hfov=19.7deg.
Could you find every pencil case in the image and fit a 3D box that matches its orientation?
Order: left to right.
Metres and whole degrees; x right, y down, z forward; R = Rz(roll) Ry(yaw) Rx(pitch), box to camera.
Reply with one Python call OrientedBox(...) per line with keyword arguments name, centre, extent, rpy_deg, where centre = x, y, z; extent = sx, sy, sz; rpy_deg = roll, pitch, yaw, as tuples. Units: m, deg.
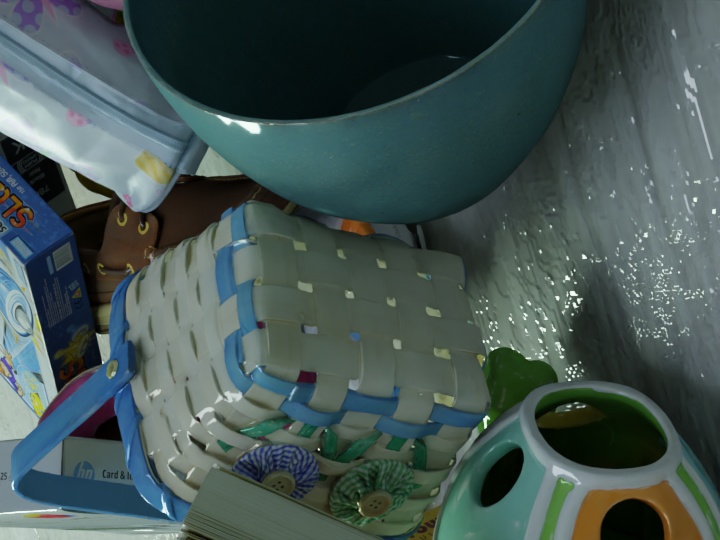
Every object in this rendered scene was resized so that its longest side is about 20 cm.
OrientedBox(name="pencil case", centre=(-0.164, -0.108, 1.003), extent=(0.199, 0.084, 0.091), rpy_deg=(31, 166, -18))

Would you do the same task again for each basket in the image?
OrientedBox(name="basket", centre=(-0.049, 0.066, 0.951), extent=(0.200, 0.175, 0.140), rpy_deg=(-43, 44, 46))

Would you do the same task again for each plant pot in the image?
OrientedBox(name="plant pot", centre=(0.013, -0.098, 0.902), extent=(0.200, 0.200, 0.135), rpy_deg=(40, 164, 38))

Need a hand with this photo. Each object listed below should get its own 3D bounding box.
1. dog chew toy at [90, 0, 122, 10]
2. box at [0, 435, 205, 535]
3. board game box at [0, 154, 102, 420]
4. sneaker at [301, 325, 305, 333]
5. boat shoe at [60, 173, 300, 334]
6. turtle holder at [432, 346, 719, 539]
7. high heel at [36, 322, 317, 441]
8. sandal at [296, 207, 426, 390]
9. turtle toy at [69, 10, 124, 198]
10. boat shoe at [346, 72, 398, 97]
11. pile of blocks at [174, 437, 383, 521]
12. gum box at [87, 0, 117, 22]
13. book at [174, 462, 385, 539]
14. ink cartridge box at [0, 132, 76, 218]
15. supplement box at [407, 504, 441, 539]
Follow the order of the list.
OrientedBox(name="dog chew toy", centre=(-0.098, -0.175, 0.979), extent=(0.124, 0.199, 0.126), rpy_deg=(-1, 89, 53))
OrientedBox(name="box", centre=(-0.141, 0.120, 1.123), extent=(0.155, 0.199, 0.042), rpy_deg=(-8, 78, 39))
OrientedBox(name="board game box", centre=(-0.201, 0.004, 1.179), extent=(0.135, 0.034, 0.201), rpy_deg=(44, 156, 27))
OrientedBox(name="sneaker", centre=(-0.047, 0.047, 1.175), extent=(0.199, 0.079, 0.079), rpy_deg=(17, 79, 37))
OrientedBox(name="boat shoe", centre=(-0.107, -0.018, 1.102), extent=(0.068, 0.072, 0.199), rpy_deg=(51, 146, -16))
OrientedBox(name="turtle holder", centre=(0.104, 0.116, 0.940), extent=(0.140, 0.186, 0.133), rpy_deg=(8, 119, 11))
OrientedBox(name="high heel", centre=(-0.099, 0.086, 1.125), extent=(0.199, 0.067, 0.097), rpy_deg=(-31, 76, 30))
OrientedBox(name="sandal", centre=(0.004, -0.006, 1.083), extent=(0.079, 0.059, 0.208), rpy_deg=(-52, 45, 38))
OrientedBox(name="turtle toy", centre=(-0.151, -0.142, 1.190), extent=(0.145, 0.100, 0.202), rpy_deg=(29, 133, 47))
OrientedBox(name="boat shoe", centre=(-0.048, -0.084, 1.070), extent=(0.199, 0.072, 0.066), rpy_deg=(7, 114, 38))
OrientedBox(name="pile of blocks", centre=(-0.029, 0.121, 1.215), extent=(0.199, 0.082, 0.063), rpy_deg=(25, 96, 41))
OrientedBox(name="gum box", centre=(-0.166, -0.239, 1.091), extent=(0.113, 0.066, 0.202), rpy_deg=(18, 94, 36))
OrientedBox(name="book", centre=(0.007, 0.179, 0.878), extent=(0.198, 0.048, 0.134), rpy_deg=(22, 128, 4))
OrientedBox(name="ink cartridge box", centre=(-0.208, -0.064, 1.193), extent=(0.099, 0.039, 0.201), rpy_deg=(35, 153, 38))
OrientedBox(name="supplement box", centre=(0.078, 0.212, 1.025), extent=(0.199, 0.130, 0.104), rpy_deg=(31, 133, 44))
